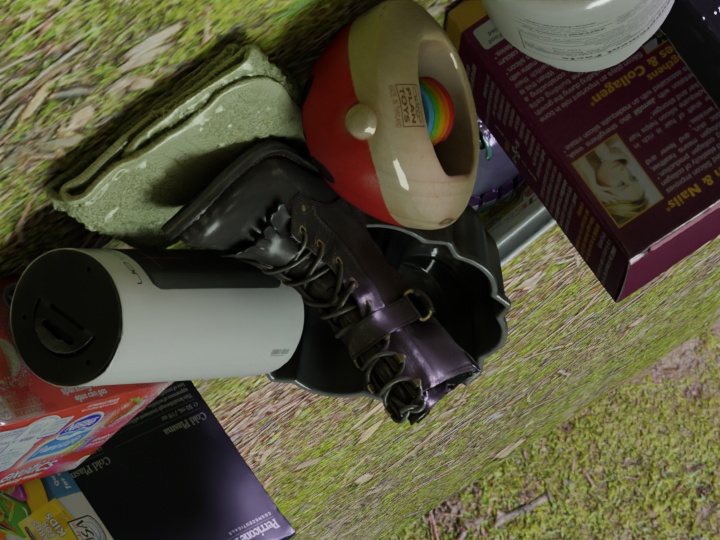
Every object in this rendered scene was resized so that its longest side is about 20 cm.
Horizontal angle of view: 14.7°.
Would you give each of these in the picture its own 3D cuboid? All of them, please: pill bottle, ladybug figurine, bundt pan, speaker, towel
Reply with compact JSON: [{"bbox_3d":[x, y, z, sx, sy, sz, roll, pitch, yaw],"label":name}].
[{"bbox_3d":[0.118,-0.174,1.536,0.114,0.114,0.200,-36,169,1],"label":"pill bottle"},{"bbox_3d":[0.016,-0.088,1.625,0.072,0.136,0.200,-11,178,16],"label":"ladybug figurine"},{"bbox_3d":[0.000,0.000,1.834,0.202,0.076,0.202,3,143,2],"label":"bundt pan"},{"bbox_3d":[-0.117,0.027,1.645,0.081,0.081,0.200,-41,161,24],"label":"speaker"},{"bbox_3d":[-0.094,-0.065,1.601,0.148,0.037,0.200,-36,169,6],"label":"towel"}]

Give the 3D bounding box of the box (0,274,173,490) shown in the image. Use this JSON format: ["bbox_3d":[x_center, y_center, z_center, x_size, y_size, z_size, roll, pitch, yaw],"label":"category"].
[{"bbox_3d":[-0.212,0.068,1.643,0.100,0.096,0.200,-40,168,24],"label":"box"}]

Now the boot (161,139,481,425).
[{"bbox_3d":[-0.012,0.013,1.613,0.069,0.174,0.200,-40,167,27],"label":"boot"}]

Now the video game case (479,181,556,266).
[{"bbox_3d":[0.111,-0.064,1.994,0.182,0.023,0.200,-39,-163,18],"label":"video game case"}]

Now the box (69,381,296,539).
[{"bbox_3d":[-0.182,0.162,1.892,0.200,0.182,0.104,-23,163,-43],"label":"box"}]

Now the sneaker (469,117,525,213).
[{"bbox_3d":[0.051,-0.073,1.899,0.200,0.074,0.088,-31,163,-19],"label":"sneaker"}]

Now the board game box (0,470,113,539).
[{"bbox_3d":[-0.252,0.137,1.665,0.047,0.151,0.200,-42,167,27],"label":"board game box"}]

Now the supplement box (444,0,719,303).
[{"bbox_3d":[0.159,-0.103,1.759,0.131,0.200,0.103,-32,167,-9],"label":"supplement box"}]

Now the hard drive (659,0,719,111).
[{"bbox_3d":[0.233,-0.173,1.692,0.140,0.200,0.038,-27,166,-38],"label":"hard drive"}]
